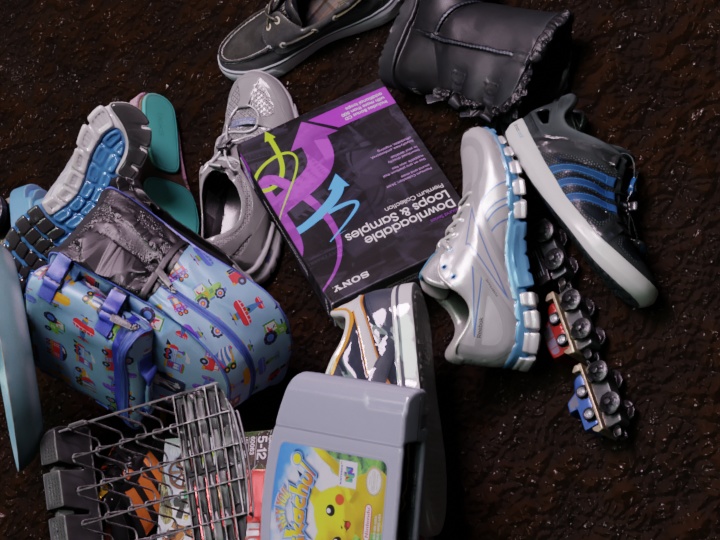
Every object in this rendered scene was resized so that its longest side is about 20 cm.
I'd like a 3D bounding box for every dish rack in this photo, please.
[{"bbox_3d":[-0.167,0.177,1.552,0.199,0.054,0.154,-18,73,25],"label":"dish rack"}]

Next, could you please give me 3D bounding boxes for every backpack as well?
[{"bbox_3d":[-0.161,0.050,1.612,0.199,0.183,0.135,32,59,9],"label":"backpack"}]

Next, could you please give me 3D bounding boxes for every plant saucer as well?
[{"bbox_3d":[-0.292,0.068,1.634,0.027,0.201,0.201,-9,58,-12],"label":"plant saucer"}]

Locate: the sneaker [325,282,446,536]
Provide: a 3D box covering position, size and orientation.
[{"bbox_3d":[0.019,0.111,1.491,0.079,0.078,0.201,-11,63,13],"label":"sneaker"}]

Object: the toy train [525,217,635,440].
[{"bbox_3d":[0.163,0.048,1.506,0.046,0.034,0.201,-33,54,22],"label":"toy train"}]

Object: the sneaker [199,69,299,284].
[{"bbox_3d":[-0.102,-0.091,1.716,0.074,0.082,0.201,-12,64,30],"label":"sneaker"}]

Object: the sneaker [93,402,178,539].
[{"bbox_3d":[-0.199,0.186,1.656,0.070,0.090,0.201,5,73,35],"label":"sneaker"}]

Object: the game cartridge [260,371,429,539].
[{"bbox_3d":[-0.015,0.180,1.442,0.133,0.040,0.202,6,92,43],"label":"game cartridge"}]

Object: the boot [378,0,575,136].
[{"bbox_3d":[0.111,-0.215,1.632,0.162,0.073,0.199,22,90,41],"label":"boot"}]

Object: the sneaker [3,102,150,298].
[{"bbox_3d":[-0.245,-0.060,1.727,0.075,0.087,0.200,36,97,-5],"label":"sneaker"}]

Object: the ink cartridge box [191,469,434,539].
[{"bbox_3d":[-0.042,0.222,1.520,0.198,0.050,0.163,-1,67,8],"label":"ink cartridge box"}]

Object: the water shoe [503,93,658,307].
[{"bbox_3d":[0.186,-0.061,1.515,0.079,0.072,0.200,-36,58,4],"label":"water shoe"}]

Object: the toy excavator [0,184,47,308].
[{"bbox_3d":[-0.254,-0.003,1.783,0.199,0.100,0.196,-20,61,16],"label":"toy excavator"}]

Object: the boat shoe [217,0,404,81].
[{"bbox_3d":[-0.054,-0.232,1.761,0.199,0.057,0.069,-22,59,25],"label":"boat shoe"}]

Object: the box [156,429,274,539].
[{"bbox_3d":[-0.100,0.232,1.587,0.136,0.038,0.201,-7,66,21],"label":"box"}]

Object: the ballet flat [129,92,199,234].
[{"bbox_3d":[-0.193,-0.073,1.789,0.071,0.069,0.201,-42,46,35],"label":"ballet flat"}]

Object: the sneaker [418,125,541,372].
[{"bbox_3d":[0.087,-0.019,1.525,0.086,0.075,0.201,-3,72,-11],"label":"sneaker"}]

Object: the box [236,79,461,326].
[{"bbox_3d":[-0.001,-0.060,1.628,0.142,0.036,0.200,-25,55,-10],"label":"box"}]
